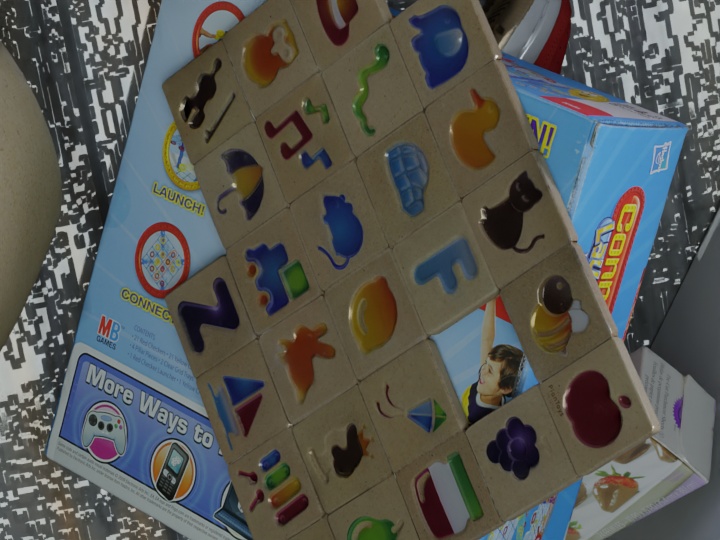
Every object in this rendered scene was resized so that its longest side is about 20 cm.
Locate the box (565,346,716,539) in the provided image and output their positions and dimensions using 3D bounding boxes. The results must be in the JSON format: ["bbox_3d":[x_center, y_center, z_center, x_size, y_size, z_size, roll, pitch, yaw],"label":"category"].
[{"bbox_3d":[0.045,0.092,1.083,0.039,0.042,0.200,37,131,-23],"label":"box"}]

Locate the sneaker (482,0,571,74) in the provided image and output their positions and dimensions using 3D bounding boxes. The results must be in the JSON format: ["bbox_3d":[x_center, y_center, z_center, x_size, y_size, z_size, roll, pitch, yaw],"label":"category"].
[{"bbox_3d":[0.060,-0.005,1.098,0.112,0.071,0.200,24,109,-6],"label":"sneaker"}]

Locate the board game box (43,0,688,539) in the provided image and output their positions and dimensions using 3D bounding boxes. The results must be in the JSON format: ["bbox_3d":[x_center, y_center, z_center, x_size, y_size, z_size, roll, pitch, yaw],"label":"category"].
[{"bbox_3d":[-0.004,0.011,1.039,0.056,0.200,0.196,0,110,-51],"label":"board game box"}]

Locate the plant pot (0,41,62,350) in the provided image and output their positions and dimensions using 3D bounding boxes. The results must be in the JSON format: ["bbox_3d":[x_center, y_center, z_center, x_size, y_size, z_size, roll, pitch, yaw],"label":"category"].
[{"bbox_3d":[-0.183,-0.027,1.030,0.134,0.200,0.201,-30,106,-26],"label":"plant pot"}]

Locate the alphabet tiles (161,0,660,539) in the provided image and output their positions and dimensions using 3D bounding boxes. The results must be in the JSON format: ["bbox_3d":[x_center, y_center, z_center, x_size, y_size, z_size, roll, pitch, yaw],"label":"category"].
[{"bbox_3d":[0.000,0.000,0.995,0.167,0.008,0.201,-34,69,35],"label":"alphabet tiles"}]

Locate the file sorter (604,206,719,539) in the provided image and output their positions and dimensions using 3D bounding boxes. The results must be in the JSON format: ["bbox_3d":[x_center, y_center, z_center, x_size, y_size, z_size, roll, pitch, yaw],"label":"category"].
[{"bbox_3d":[0.179,0.077,1.065,0.124,0.200,0.139,23,101,-14],"label":"file sorter"}]
